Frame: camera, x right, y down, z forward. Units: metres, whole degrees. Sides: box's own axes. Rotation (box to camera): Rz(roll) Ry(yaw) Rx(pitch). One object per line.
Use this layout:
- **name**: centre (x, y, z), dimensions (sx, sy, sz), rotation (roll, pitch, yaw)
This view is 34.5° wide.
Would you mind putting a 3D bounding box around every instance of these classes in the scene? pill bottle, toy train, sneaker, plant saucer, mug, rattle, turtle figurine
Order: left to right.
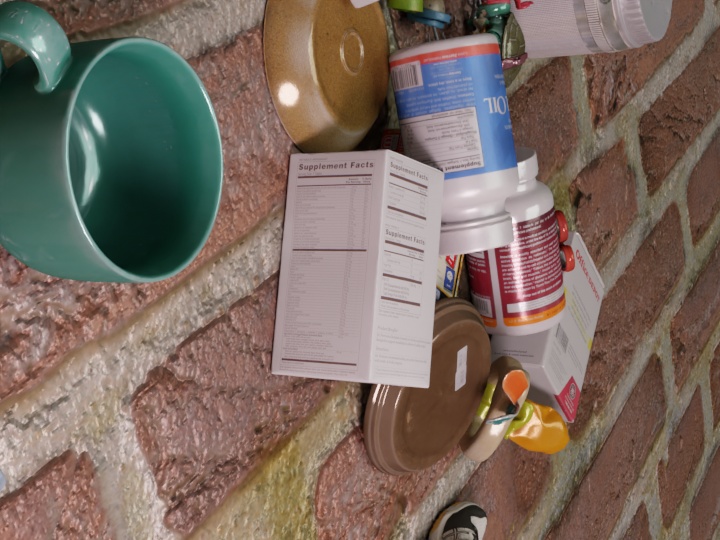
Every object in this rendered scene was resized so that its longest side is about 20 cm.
- **mug**: centre (-0.182, -0.086, 0.758), dimensions (0.152, 0.113, 0.188), rotation (-32, 117, -53)
- **plant saucer**: centre (-0.020, -0.206, 1.096), dimensions (0.199, 0.035, 0.204), rotation (-3, 93, -59)
- **toy train**: centre (0.050, -0.312, 1.162), dimensions (0.199, 0.083, 0.118), rotation (-11, 114, -65)
- **plant saucer**: centre (0.077, 0.127, 1.218), dimensions (0.199, 0.029, 0.203), rotation (-29, 131, -40)
- **pill bottle**: centre (0.096, -0.122, 1.139), dimensions (0.112, 0.111, 0.204), rotation (-20, 102, -57)
- **sneaker**: centre (0.111, 0.331, 1.289), dimensions (0.200, 0.086, 0.077), rotation (-41, 123, -53)
- **turtle figurine**: centre (0.138, -0.239, 1.308), dimensions (0.149, 0.099, 0.204), rotation (-31, 123, -54)
- **pill bottle**: centre (0.176, -0.035, 1.356), dimensions (0.113, 0.111, 0.203), rotation (-36, 122, -52)
- **rattle**: centre (0.192, 0.170, 1.300), dimensions (0.142, 0.200, 0.131), rotation (40, 67, 0)

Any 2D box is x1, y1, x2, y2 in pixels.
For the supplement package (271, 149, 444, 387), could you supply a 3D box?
- **supplement package**: centre (0.000, 0.000, 1.063), dimensions (0.109, 0.112, 0.204), rotation (13, 81, -56)

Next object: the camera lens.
- **camera lens**: centre (0.260, -0.342, 1.399), dimensions (0.159, 0.197, 0.163), rotation (-4, 95, -58)

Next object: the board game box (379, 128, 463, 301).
- **board game box**: centre (0.058, -0.025, 1.223), dimensions (0.151, 0.046, 0.203), rotation (38, 60, -53)

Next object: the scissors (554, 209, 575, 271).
- **scissors**: centre (0.231, -0.042, 1.435), dimensions (0.200, 0.014, 0.074), rotation (-133, -150, -82)

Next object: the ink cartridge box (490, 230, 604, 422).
- **ink cartridge box**: centre (0.241, 0.070, 1.497), dimensions (0.146, 0.082, 0.202), rotation (54, 47, -46)

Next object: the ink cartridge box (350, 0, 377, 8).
- **ink cartridge box**: centre (0.014, -0.348, 1.007), dimensions (0.201, 0.143, 0.084), rotation (54, 41, -30)

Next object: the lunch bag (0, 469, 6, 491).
- **lunch bag**: centre (-0.297, 0.107, 0.569), dimensions (0.201, 0.125, 0.172), rotation (-64, 144, -50)
